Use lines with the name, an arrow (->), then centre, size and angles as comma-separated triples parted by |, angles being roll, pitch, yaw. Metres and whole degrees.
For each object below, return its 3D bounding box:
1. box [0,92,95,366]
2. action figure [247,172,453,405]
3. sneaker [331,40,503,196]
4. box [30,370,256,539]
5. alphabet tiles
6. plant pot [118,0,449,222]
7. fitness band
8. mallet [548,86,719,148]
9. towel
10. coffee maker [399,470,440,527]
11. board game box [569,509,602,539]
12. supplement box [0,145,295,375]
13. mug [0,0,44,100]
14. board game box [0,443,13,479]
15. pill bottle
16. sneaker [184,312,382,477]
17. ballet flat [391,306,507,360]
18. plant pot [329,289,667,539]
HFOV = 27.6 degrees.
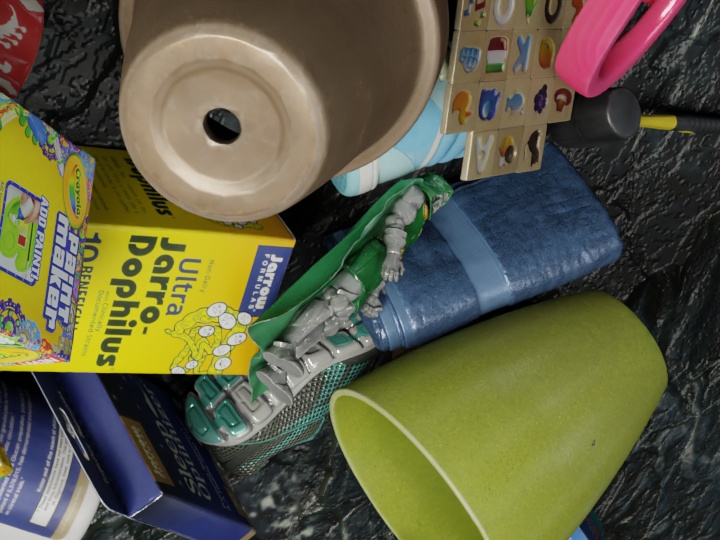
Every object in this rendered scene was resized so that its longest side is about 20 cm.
box -> -0.275, -0.030, 0.749 | 0.199, 0.123, 0.193 | -5, 160, 23
action figure -> 0.000, 0.000, 0.983 | 0.200, 0.055, 0.118 | -50, 172, -29
sneaker -> 0.038, -0.149, 0.976 | 0.130, 0.080, 0.201 | -14, 137, -18
box -> -0.143, 0.120, 0.984 | 0.032, 0.121, 0.200 | -36, 156, 5
alphabet tiles -> 0.109, -0.162, 0.986 | 0.166, 0.006, 0.201 | -14, 116, -52
plant pot -> -0.060, -0.117, 0.828 | 0.199, 0.175, 0.201 | 5, 120, 10
fitness band -> 0.201, -0.202, 0.990 | 0.144, 0.037, 0.200 | -38, 163, -48
mallet -> 0.238, -0.115, 1.118 | 0.199, 0.066, 0.041 | -2, 88, -31
towel -> 0.083, -0.018, 1.065 | 0.199, 0.112, 0.049 | -21, 141, -13
coffee maker -> 0.112, 0.139, 1.198 | 0.200, 0.135, 0.192 | -33, 172, -4
board game box -> 0.118, 0.238, 1.153 | 0.152, 0.045, 0.200 | -35, 174, 7
supplement box -> -0.161, -0.007, 0.940 | 0.199, 0.110, 0.109 | 3, 120, -31
mug -> -0.292, -0.154, 0.781 | 0.200, 0.177, 0.134 | 27, 70, -43
board game box -> -0.290, 0.056, 0.862 | 0.095, 0.200, 0.030 | -30, 159, -5
pill bottle -> -0.274, 0.114, 0.954 | 0.199, 0.111, 0.111 | 25, 108, -30
sneaker -> -0.040, 0.078, 1.088 | 0.200, 0.078, 0.091 | -34, 143, -18
ballet flat -> 0.092, 0.008, 1.129 | 0.200, 0.068, 0.073 | -33, 111, -5
plant pot -> 0.113, 0.104, 1.029 | 0.200, 0.187, 0.188 | -35, 133, -19
